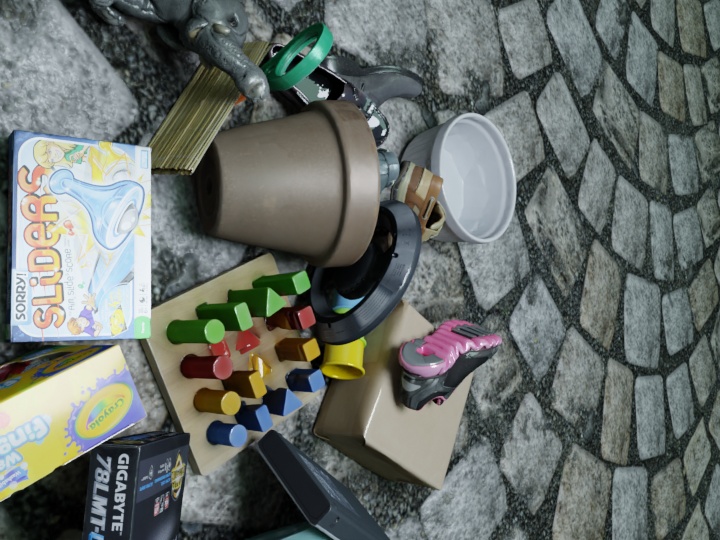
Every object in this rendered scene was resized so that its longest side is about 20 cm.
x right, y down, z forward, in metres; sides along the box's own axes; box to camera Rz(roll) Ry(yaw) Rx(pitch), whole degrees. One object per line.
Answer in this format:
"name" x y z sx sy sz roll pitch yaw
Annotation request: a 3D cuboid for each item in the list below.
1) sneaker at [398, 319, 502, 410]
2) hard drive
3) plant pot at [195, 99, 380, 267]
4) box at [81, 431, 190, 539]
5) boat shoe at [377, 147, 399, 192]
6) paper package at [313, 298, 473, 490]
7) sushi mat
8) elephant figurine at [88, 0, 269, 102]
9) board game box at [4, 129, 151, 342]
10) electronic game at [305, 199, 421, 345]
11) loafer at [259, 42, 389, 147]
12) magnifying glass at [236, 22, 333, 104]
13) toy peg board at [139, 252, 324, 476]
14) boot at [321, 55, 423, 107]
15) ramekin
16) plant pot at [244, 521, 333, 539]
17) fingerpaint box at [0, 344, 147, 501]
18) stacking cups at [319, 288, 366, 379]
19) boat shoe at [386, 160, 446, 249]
"sneaker" 0.117 0.130 0.943 0.199 0.079 0.096 -13 117 -45
"hard drive" -0.031 0.280 0.837 0.033 0.139 0.200 -45 134 -7
"plant pot" -0.095 -0.101 0.821 0.173 0.200 0.203 -3 88 -28
"box" -0.211 0.258 0.661 0.049 0.200 0.201 2 80 -1
"boat shoe" 0.021 -0.125 0.937 0.200 0.061 0.074 -42 121 -87
"paper package" 0.056 0.176 0.986 0.190 0.103 0.201 40 59 -34
"sushi mat" -0.178 -0.186 0.796 0.012 0.095 0.201 53 52 -45
"elephant figurine" -0.182 -0.288 0.766 0.199 0.141 0.157 25 84 -26
"board game box" -0.281 -0.031 0.705 0.134 0.034 0.202 1 85 -36
"electronic game" 0.000 0.000 0.879 0.041 0.199 0.202 34 63 -31
"loafer" -0.045 -0.223 0.906 0.199 0.063 0.072 31 82 -12
"magnifying glass" -0.103 -0.222 0.797 0.022 0.199 0.080 41 56 -33
"toy peg board" -0.124 0.103 0.817 0.199 0.097 0.201 -29 106 -42
"boot" 0.007 -0.226 1.011 0.198 0.070 0.133 -3 91 -32
"ramekin" 0.149 -0.138 1.110 0.199 0.104 0.203 5 83 -44
"plant pot" -0.085 0.374 0.768 0.199 0.200 0.163 -6 74 -45
"fingerpaint box" -0.310 0.132 0.580 0.199 0.166 0.074 -29 106 -42
"stacking cups" -0.016 0.040 0.941 0.060 0.060 0.202 28 56 -39
"boat shoe" 0.081 -0.071 0.992 0.201 0.073 0.076 85 22 -62
